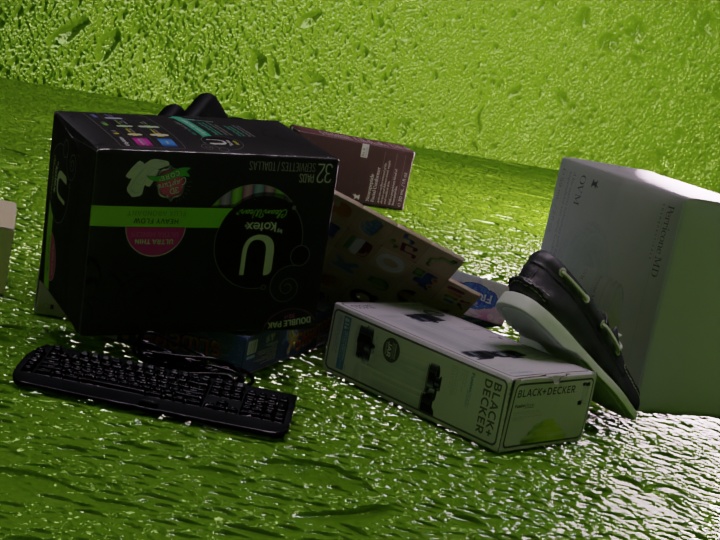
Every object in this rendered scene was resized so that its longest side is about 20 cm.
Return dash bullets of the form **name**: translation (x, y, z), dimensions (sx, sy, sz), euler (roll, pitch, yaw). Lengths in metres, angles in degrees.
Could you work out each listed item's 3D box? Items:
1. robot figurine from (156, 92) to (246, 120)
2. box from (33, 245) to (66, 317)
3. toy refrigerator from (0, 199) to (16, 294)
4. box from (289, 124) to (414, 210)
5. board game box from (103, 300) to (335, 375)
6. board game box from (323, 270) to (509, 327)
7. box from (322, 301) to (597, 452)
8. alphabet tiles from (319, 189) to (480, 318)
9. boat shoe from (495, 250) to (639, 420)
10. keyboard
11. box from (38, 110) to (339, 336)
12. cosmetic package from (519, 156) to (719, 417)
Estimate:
- **robot figurine**: translation (-0.135, -0.067, 1.323), dimensions (0.124, 0.201, 0.150), euler (-35, 25, -18)
- **box**: translation (-0.243, -0.011, 1.241), dimensions (0.082, 0.069, 0.200), euler (9, 12, -10)
- **toy refrigerator**: translation (-0.404, -0.031, 1.182), dimensions (0.199, 0.070, 0.076), euler (8, 18, -16)
- **box**: translation (-0.022, -0.165, 2.190), dimensions (0.199, 0.101, 0.075), euler (8, 11, -15)
- **board game box**: translation (-0.117, 0.042, 1.186), dimensions (0.135, 0.035, 0.200), euler (15, 11, 20)
- **board game box**: translation (0.040, 0.012, 1.348), dimensions (0.198, 0.041, 0.200), euler (16, -3, 1)
- **box**: translation (0.079, 0.083, 1.123), dimensions (0.199, 0.061, 0.116), euler (21, 13, 41)
- **alphabet tiles**: translation (0.000, 0.000, 1.219), dimensions (0.199, 0.006, 0.167), euler (27, -36, -9)
- **boat shoe**: translation (0.189, 0.058, 1.148), dimensions (0.075, 0.061, 0.200), euler (20, -19, 45)
- **keyboard**: translation (-0.144, 0.073, 0.995), dimensions (0.199, 0.040, 0.104), euler (12, 11, -1)
- **box**: translation (-0.139, -0.039, 1.084), dimensions (0.199, 0.150, 0.124), euler (-1, 20, -29)
- **cosmetic package**: translation (0.272, 0.012, 1.316), dimensions (0.122, 0.201, 0.200), euler (6, 12, -29)
